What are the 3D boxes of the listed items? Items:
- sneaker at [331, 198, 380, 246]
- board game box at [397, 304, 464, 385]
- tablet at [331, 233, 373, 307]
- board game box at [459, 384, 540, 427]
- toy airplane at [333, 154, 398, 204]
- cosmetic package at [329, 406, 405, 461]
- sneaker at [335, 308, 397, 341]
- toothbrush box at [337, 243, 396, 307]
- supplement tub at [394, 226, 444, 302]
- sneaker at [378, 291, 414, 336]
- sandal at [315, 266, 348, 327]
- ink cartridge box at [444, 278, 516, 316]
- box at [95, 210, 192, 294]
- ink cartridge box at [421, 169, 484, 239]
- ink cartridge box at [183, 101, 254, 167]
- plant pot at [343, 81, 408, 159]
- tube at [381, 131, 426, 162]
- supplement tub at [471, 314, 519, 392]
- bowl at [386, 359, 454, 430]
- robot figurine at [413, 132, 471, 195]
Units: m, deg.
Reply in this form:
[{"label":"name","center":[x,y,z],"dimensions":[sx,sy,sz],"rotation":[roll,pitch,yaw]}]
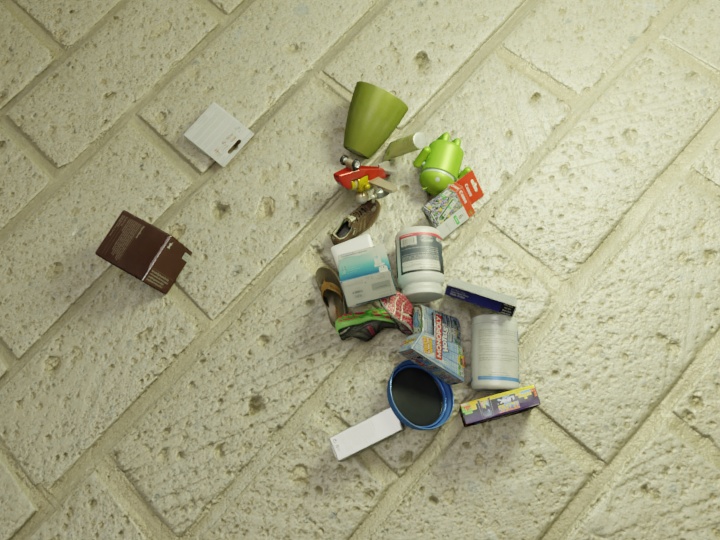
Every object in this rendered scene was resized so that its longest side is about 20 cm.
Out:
[{"label":"sneaker","center":[-0.012,-0.153,1.819],"dimensions":[0.070,0.076,0.200],"rotation":[40,83,17]},{"label":"board game box","center":[0.198,0.195,1.614],"dimensions":[0.062,0.199,0.201],"rotation":[-26,52,47]},{"label":"tablet","center":[0.000,0.000,1.786],"dimensions":[0.129,0.014,0.201],"rotation":[-20,83,2]},{"label":"board game box","center":[0.367,0.366,1.559],"dimensions":[0.199,0.165,0.057],"rotation":[-16,71,4]},{"label":"toy airplane","center":[0.020,-0.278,1.819],"dimensions":[0.198,0.200,0.142],"rotation":[12,107,2]},{"label":"cosmetic package","center":[0.021,0.455,1.619],"dimensions":[0.199,0.102,0.074],"rotation":[-26,71,2]},{"label":"sneaker","center":[0.025,0.166,1.729],"dimensions":[0.198,0.077,0.084],"rotation":[-5,111,-2]},{"label":"toothbrush box","center":[0.016,0.010,1.672],"dimensions":[0.145,0.200,0.086],"rotation":[-14,115,1]},{"label":"supplement tub","center":[0.175,-0.017,1.716],"dimensions":[0.139,0.140,0.202],"rotation":[-4,73,7]},{"label":"sneaker","center":[0.119,0.137,1.667],"dimensions":[0.200,0.075,0.081],"rotation":[45,50,-15]},{"label":"sandal","center":[-0.089,0.077,1.765],"dimensions":[0.080,0.054,0.201],"rotation":[-22,73,19]},{"label":"ink cartridge box","center":[0.338,0.076,1.635],"dimensions":[0.198,0.200,0.041],"rotation":[18,98,14]},{"label":"box","center":[-0.682,-0.056,1.844],"dimensions":[0.199,0.166,0.165],"rotation":[26,78,16]},{"label":"ink cartridge box","center":[0.292,-0.201,1.769],"dimensions":[0.200,0.109,0.050],"rotation":[-38,34,-3]},{"label":"ink cartridge box","center":[-0.484,-0.460,2.004],"dimensions":[0.200,0.057,0.163],"rotation":[39,82,9]},{"label":"plant pot","center":[0.029,-0.468,1.871],"dimensions":[0.186,0.187,0.201],"rotation":[26,94,15]},{"label":"tube","center":[0.130,-0.388,1.828],"dimensions":[0.058,0.200,0.052],"rotation":[-25,102,-25]},{"label":"supplement tub","center":[0.372,0.232,1.616],"dimensions":[0.131,0.132,0.202],"rotation":[1,74,9]},{"label":"bowl","center":[0.163,0.344,1.612],"dimensions":[0.199,0.039,0.202],"rotation":[13,56,-20]},{"label":"robot figurine","center":[0.251,-0.323,1.809],"dimensions":[0.175,0.116,0.201],"rotation":[23,75,-18]}]
